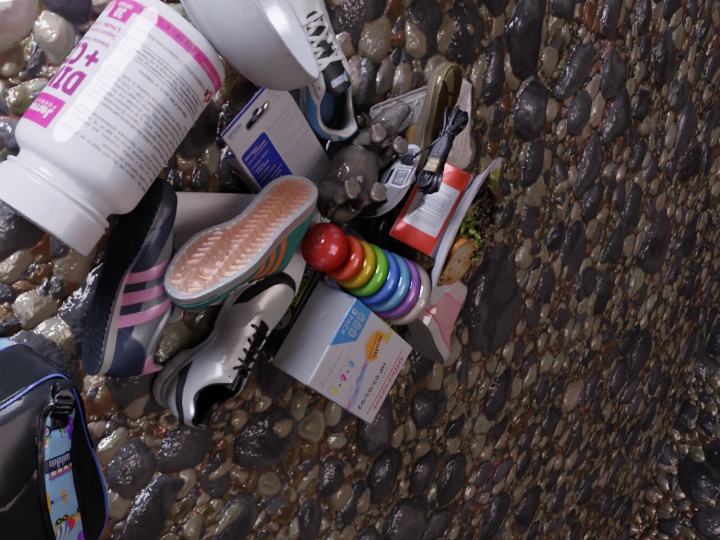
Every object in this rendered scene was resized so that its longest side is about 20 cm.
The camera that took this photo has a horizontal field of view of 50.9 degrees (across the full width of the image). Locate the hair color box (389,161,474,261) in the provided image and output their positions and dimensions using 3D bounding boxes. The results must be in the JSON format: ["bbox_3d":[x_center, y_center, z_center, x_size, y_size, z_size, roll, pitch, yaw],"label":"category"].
[{"bbox_3d":[0.105,-0.072,1.000,0.112,0.063,0.200,-62,166,2],"label":"hair color box"}]

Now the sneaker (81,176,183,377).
[{"bbox_3d":[-0.205,0.010,0.738,0.081,0.070,0.202,13,105,-41],"label":"sneaker"}]

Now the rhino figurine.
[{"bbox_3d":[0.007,-0.134,0.870,0.060,0.087,0.201,42,53,-22],"label":"rhino figurine"}]

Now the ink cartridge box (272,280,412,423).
[{"bbox_3d":[-0.008,0.113,0.949,0.116,0.067,0.200,-59,142,-9],"label":"ink cartridge box"}]

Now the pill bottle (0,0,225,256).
[{"bbox_3d":[-0.212,-0.121,0.635,0.201,0.113,0.113,-58,140,-12],"label":"pill bottle"}]

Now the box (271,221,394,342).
[{"bbox_3d":[-0.021,0.044,0.991,0.200,0.044,0.162,38,77,-51],"label":"box"}]

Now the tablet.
[{"bbox_3d":[-0.136,-0.021,0.820,0.198,0.014,0.132,-3,118,-42],"label":"tablet"}]

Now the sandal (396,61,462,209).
[{"bbox_3d":[0.073,-0.169,0.936,0.080,0.054,0.202,-42,154,-44],"label":"sandal"}]

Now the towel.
[{"bbox_3d":[0.087,-0.177,1.020,0.199,0.034,0.134,-30,127,-38],"label":"towel"}]

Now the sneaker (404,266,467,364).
[{"bbox_3d":[0.114,0.062,1.104,0.105,0.075,0.201,-56,159,-16],"label":"sneaker"}]

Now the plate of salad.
[{"bbox_3d":[0.141,-0.044,0.944,0.201,0.048,0.201,-59,165,-26],"label":"plate of salad"}]

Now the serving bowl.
[{"bbox_3d":[-0.114,-0.241,0.663,0.065,0.202,0.200,-27,139,11],"label":"serving bowl"}]

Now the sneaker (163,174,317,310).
[{"bbox_3d":[-0.113,-0.013,0.762,0.200,0.071,0.081,-42,154,-36],"label":"sneaker"}]

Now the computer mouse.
[{"bbox_3d":[0.048,-0.110,0.890,0.044,0.199,0.111,32,60,-23],"label":"computer mouse"}]

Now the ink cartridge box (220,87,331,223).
[{"bbox_3d":[-0.085,-0.117,0.847,0.095,0.037,0.201,-52,141,-17],"label":"ink cartridge box"}]

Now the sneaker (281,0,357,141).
[{"bbox_3d":[-0.044,-0.233,0.812,0.072,0.072,0.202,-40,132,-28],"label":"sneaker"}]

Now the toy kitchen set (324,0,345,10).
[{"bbox_3d":[0.044,-0.356,0.768,0.164,0.179,0.200,-56,136,-12],"label":"toy kitchen set"}]

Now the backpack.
[{"bbox_3d":[-0.315,0.185,0.642,0.182,0.134,0.202,-31,129,-37],"label":"backpack"}]

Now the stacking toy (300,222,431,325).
[{"bbox_3d":[0.000,0.000,0.899,0.199,0.085,0.086,28,86,-48],"label":"stacking toy"}]

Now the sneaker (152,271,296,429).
[{"bbox_3d":[-0.134,0.089,0.829,0.201,0.080,0.074,-50,139,-6],"label":"sneaker"}]
